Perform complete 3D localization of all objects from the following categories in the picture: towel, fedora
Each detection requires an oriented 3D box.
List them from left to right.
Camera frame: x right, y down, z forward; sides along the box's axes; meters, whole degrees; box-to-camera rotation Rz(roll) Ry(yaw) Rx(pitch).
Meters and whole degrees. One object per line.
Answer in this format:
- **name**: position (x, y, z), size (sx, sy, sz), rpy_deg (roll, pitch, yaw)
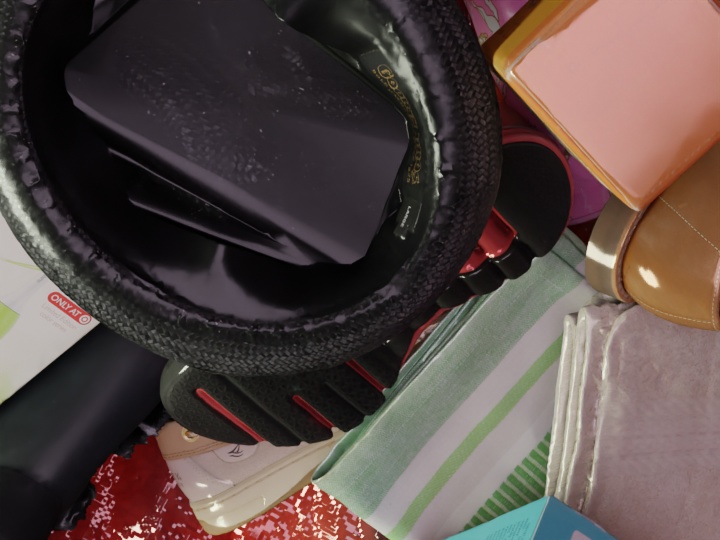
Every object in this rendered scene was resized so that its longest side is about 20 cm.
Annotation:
- **fedora**: position (-0.045, -0.062, 0.682), size (0.200, 0.092, 0.201), rpy_deg (1, 104, 3)
- **towel**: position (0.099, 0.090, 0.805), size (0.200, 0.023, 0.153), rpy_deg (39, 93, -25)
- **towel**: position (0.171, 0.072, 0.791), size (0.199, 0.034, 0.133), rpy_deg (2, 103, -23)

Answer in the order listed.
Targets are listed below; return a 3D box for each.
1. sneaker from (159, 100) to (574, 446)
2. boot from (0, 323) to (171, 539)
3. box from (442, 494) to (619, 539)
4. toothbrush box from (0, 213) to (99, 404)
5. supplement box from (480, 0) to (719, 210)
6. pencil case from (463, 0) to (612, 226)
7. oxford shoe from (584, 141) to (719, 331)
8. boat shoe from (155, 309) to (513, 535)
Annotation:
- **sneaker**: position (0.000, 0.000, 0.773), size (0.200, 0.087, 0.074), rpy_deg (-36, 120, 10)
- **boot**: position (-0.169, 0.089, 0.827), size (0.076, 0.200, 0.168), rpy_deg (45, 62, -21)
- **box**: position (0.053, 0.156, 0.768), size (0.082, 0.200, 0.049), rpy_deg (34, 60, -12)
- **toothbrush box**: position (-0.194, -0.012, 0.747), size (0.200, 0.086, 0.146), rpy_deg (-38, 128, 11)
- **supplement box**: position (0.089, -0.076, 0.652), size (0.067, 0.200, 0.069), rpy_deg (-44, 98, 8)
- **pencil case**: position (0.081, -0.116, 0.793), size (0.083, 0.087, 0.200), rpy_deg (-23, 95, 26)
- **oxford shoe**: position (0.171, -0.064, 0.723), size (0.071, 0.071, 0.200), rpy_deg (29, 89, 35)
- **boat shoe**: position (-0.008, 0.041, 0.821), size (0.200, 0.074, 0.069), rpy_deg (-35, 99, 7)
